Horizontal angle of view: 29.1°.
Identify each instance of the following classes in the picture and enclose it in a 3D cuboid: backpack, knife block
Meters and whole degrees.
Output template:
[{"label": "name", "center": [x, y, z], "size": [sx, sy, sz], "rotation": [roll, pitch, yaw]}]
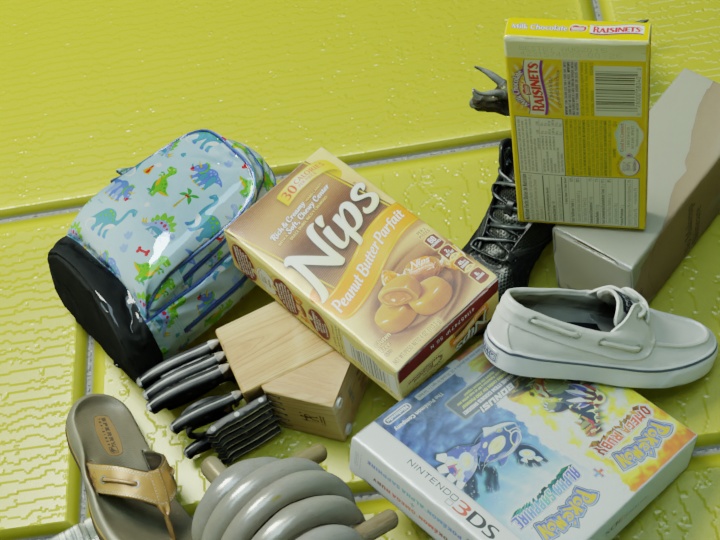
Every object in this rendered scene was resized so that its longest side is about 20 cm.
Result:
[{"label": "backpack", "center": [-0.156, -0.026, 1.198], "size": [0.199, 0.154, 0.163], "rotation": [-27, 48, -24]}, {"label": "knife block", "center": [-0.079, 0.068, 1.153], "size": [0.175, 0.064, 0.201], "rotation": [13, 60, 17]}]

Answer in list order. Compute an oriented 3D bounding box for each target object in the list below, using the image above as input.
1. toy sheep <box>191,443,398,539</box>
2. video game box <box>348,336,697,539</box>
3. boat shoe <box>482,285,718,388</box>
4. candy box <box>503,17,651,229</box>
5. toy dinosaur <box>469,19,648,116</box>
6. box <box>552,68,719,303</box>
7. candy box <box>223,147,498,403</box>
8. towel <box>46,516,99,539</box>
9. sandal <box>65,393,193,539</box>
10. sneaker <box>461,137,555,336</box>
[{"label": "toy sheep", "center": [-0.056, 0.199, 1.029], "size": [0.138, 0.138, 0.200], "rotation": [-41, 45, -16]}, {"label": "video game box", "center": [0.123, 0.138, 1.050], "size": [0.182, 0.047, 0.200], "rotation": [37, 53, 26]}, {"label": "boat shoe", "center": [0.195, 0.046, 1.075], "size": [0.199, 0.066, 0.074], "rotation": [0, 36, -21]}, {"label": "candy box", "center": [0.163, -0.104, 1.029], "size": [0.102, 0.200, 0.026], "rotation": [7, 54, 15]}, {"label": "toy dinosaur", "center": [0.197, -0.170, 1.237], "size": [0.200, 0.102, 0.077], "rotation": [-33, 57, -10]}, {"label": "box", "center": [0.249, -0.062, 1.162], "size": [0.078, 0.095, 0.200], "rotation": [30, 68, 27]}, {"label": "candy box", "center": [0.000, 0.000, 1.111], "size": [0.200, 0.055, 0.115], "rotation": [38, 68, 26]}, {"label": "towel", "center": [-0.221, 0.290, 1.051], "size": [0.192, 0.035, 0.200], "rotation": [-30, 56, -9]}, {"label": "sandal", "center": [-0.178, 0.163, 1.098], "size": [0.080, 0.054, 0.200], "rotation": [-2, 42, -36]}, {"label": "sneaker", "center": [0.124, -0.043, 1.161], "size": [0.076, 0.114, 0.200], "rotation": [29, 68, 28]}]
